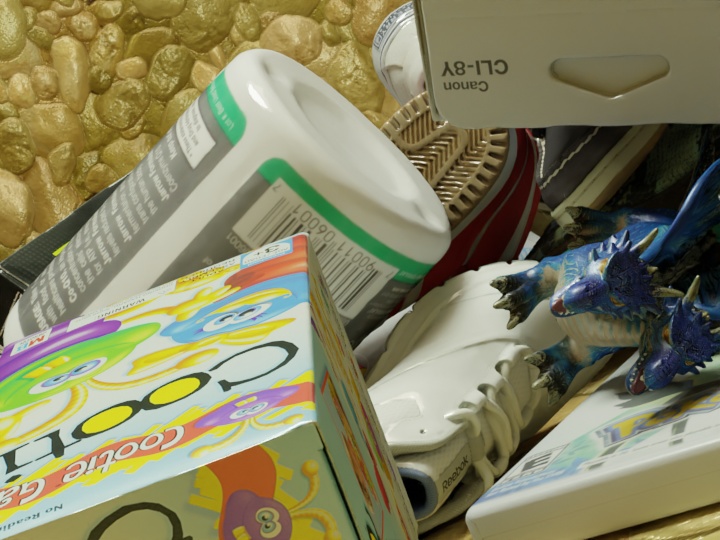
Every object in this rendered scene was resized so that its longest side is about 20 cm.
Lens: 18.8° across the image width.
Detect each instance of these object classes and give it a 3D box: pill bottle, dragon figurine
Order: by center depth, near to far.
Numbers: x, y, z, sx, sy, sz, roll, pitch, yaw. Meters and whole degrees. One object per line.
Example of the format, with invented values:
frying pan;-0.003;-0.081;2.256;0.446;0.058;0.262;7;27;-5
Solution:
dragon figurine;0.114;-0.004;0.768;0.099;0.059;0.200;-19;8;42
pill bottle;-0.068;0.020;0.858;0.200;0.113;0.113;-46;0;14

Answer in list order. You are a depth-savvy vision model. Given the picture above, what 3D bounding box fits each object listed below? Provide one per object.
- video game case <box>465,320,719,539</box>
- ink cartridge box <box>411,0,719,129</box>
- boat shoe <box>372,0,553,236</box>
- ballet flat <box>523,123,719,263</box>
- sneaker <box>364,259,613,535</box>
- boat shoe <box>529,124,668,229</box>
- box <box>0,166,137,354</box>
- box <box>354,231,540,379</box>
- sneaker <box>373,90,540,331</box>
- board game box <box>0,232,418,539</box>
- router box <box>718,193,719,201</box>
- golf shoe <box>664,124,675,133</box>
video game case;0.154;0.029;0.709;0.200;0.022;0.182;-22;6;32
ink cartridge box;0.117;-0.132;0.830;0.145;0.084;0.200;-1;27;22
boat shoe;0.088;-0.052;1.055;0.071;0.200;0.070;-43;30;6
ballet flat;0.134;-0.029;0.918;0.200;0.074;0.074;-36;-2;34
sneaker;0.027;0.062;0.800;0.200;0.075;0.087;-32;23;-25
boat shoe;0.094;-0.084;0.919;0.072;0.065;0.200;-46;10;31
box;-0.161;0.050;1.152;0.200;0.047;0.193;-62;-11;29
box;0.000;0.014;1.043;0.156;0.041;0.200;-26;29;-18
sneaker;0.000;0.000;0.954;0.200;0.071;0.112;-40;-14;14
board game box;-0.042;0.074;0.569;0.103;0.105;0.200;-20;12;2
router box;0.208;-0.041;0.700;0.149;0.062;0.200;-21;6;21
golf shoe;0.206;-0.071;0.953;0.078;0.095;0.200;-1;-36;-35
